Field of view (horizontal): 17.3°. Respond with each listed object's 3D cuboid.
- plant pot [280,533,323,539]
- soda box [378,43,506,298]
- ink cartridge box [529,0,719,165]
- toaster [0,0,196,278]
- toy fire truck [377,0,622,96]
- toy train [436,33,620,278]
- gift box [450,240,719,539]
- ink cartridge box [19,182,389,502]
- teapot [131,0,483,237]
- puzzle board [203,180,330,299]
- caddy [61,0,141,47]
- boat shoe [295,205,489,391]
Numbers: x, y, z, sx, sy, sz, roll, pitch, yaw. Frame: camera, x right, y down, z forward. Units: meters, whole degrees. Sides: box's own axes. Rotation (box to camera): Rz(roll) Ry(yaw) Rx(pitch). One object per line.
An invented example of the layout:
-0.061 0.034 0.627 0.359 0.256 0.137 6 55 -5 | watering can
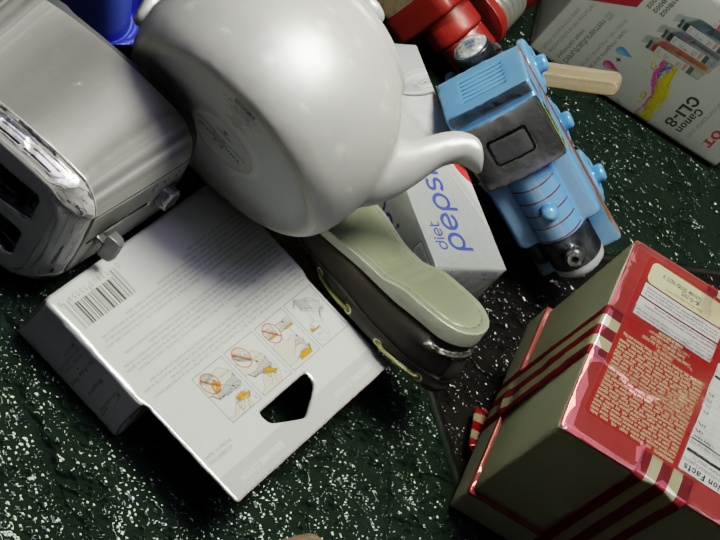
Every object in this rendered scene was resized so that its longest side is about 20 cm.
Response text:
-0.020 0.267 1.311 0.200 0.201 0.198 -18 62 -46 | plant pot
0.031 -0.067 1.695 0.068 0.063 0.201 2 56 -37 | soda box
0.268 -0.219 1.979 0.199 0.145 0.145 30 42 -15 | ink cartridge box
-0.213 -0.090 1.505 0.200 0.114 0.129 41 43 3 | toaster
0.116 -0.210 1.881 0.200 0.128 0.176 52 39 -8 | toy fire truck
0.124 -0.079 1.742 0.200 0.086 0.114 59 13 -29 | toy train
0.192 0.107 1.606 0.184 0.187 0.200 36 56 -6 | gift box
-0.096 0.050 1.534 0.174 0.044 0.200 47 40 3 | ink cartridge box
-0.044 -0.133 1.539 0.197 0.200 0.146 26 63 41 | teapot
-0.056 -0.074 1.693 0.200 0.017 0.151 50 42 8 | puzzle board
-0.190 -0.253 1.671 0.141 0.105 0.200 -27 75 -25 | caddy
0.000 0.000 1.611 0.072 0.061 0.201 -11 48 -48 | boat shoe
